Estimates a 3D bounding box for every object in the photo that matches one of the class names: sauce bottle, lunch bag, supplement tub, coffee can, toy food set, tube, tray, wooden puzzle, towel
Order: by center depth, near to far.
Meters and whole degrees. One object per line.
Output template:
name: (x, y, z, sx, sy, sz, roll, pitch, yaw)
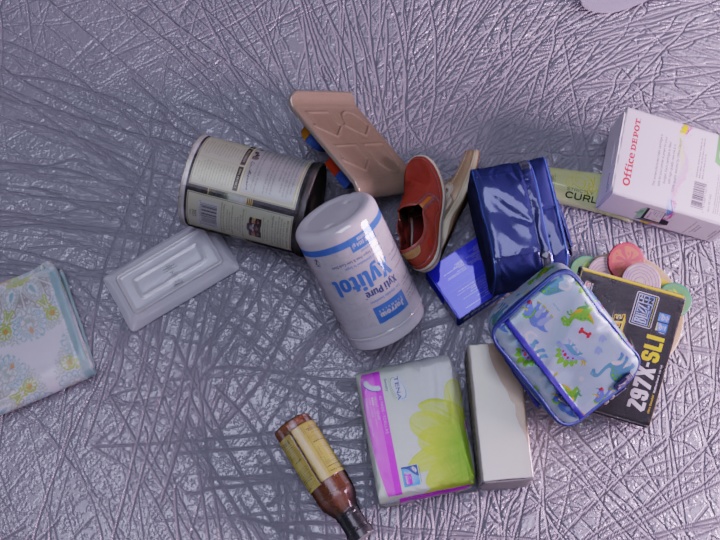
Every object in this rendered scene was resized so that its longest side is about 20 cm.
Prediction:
lunch bag: (0.283, 0.107, 1.613, 0.160, 0.083, 0.201, -37, 100, 5)
sauce bottle: (-0.051, 0.307, 1.673, 0.065, 0.066, 0.201, -30, 74, -7)
supplement tub: (0.000, 0.000, 1.687, 0.131, 0.132, 0.202, -31, 113, -8)
lunch bag: (0.242, -0.060, 1.696, 0.130, 0.136, 0.203, -12, 75, -1)
toy food set: (0.397, 0.059, 1.743, 0.198, 0.049, 0.199, 31, 76, 12)
towel: (-0.517, 0.103, 1.769, 0.169, 0.048, 0.202, -23, 73, -2)
coffee can: (-0.165, -0.118, 1.772, 0.197, 0.147, 0.148, 15, 73, 7)
wooden puzzle: (-0.016, -0.192, 1.796, 0.046, 0.184, 0.201, -43, 74, 29)
tray: (-0.300, 0.001, 1.805, 0.198, 0.022, 0.108, -31, 74, -8)
tube: (0.338, -0.131, 1.809, 0.197, 0.052, 0.059, 11, 116, -1)

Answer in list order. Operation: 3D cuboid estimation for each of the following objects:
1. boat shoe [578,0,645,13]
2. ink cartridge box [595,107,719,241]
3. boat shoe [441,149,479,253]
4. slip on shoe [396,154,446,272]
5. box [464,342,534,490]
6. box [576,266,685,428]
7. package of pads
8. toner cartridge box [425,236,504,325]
boat shoe: (0.454, -0.492, 1.918, 0.197, 0.071, 0.070, -17, 45, 1)
ink cartridge box: (0.478, -0.147, 1.772, 0.197, 0.084, 0.147, 16, 73, -4)
boat shoe: (0.130, -0.108, 1.796, 0.064, 0.071, 0.202, 23, 76, 9)
slip on shoe: (0.088, -0.096, 1.745, 0.073, 0.061, 0.203, -21, 52, 35)
box: (0.201, 0.214, 1.678, 0.076, 0.095, 0.203, -5, 73, 0)
box: (0.372, 0.112, 1.680, 0.157, 0.049, 0.203, 16, 95, 3)
package of pads: (0.084, 0.235, 1.688, 0.152, 0.068, 0.203, -11, 72, -1)
toner cartridge box: (0.207, -0.010, 1.776, 0.198, 0.043, 0.096, -32, 75, -8)
